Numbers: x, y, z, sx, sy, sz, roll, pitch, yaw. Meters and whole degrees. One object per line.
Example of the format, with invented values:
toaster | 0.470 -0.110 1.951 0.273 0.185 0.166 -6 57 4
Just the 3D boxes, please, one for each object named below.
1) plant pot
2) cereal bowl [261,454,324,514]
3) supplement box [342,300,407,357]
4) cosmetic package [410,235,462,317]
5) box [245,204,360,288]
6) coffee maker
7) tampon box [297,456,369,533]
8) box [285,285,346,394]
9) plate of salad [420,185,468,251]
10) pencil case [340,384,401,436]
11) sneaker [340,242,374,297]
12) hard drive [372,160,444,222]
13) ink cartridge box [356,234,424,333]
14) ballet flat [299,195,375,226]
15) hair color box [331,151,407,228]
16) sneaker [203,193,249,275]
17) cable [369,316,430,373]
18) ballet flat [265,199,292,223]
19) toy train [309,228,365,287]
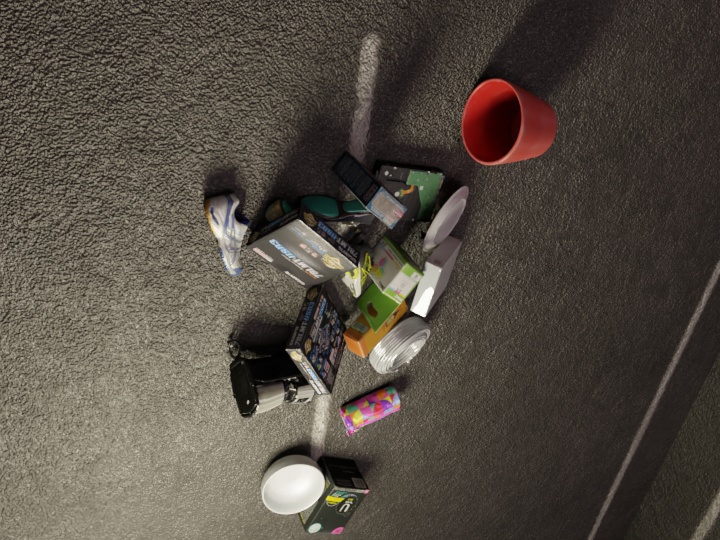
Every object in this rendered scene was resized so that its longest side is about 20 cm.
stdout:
plant pot | 0.375 -0.358 1.577 0.174 0.200 0.205 -3 123 -38
cereal bowl | -0.211 0.640 1.963 0.195 0.084 0.205 -9 122 -15
supplement box | 0.043 0.137 1.746 0.200 0.068 0.068 -43 135 -25
cosmetic package | 0.206 0.012 1.730 0.200 0.051 0.154 -44 151 -57
box | -0.132 -0.048 1.490 0.196 0.051 0.199 -21 133 39
coffee maker | -0.225 0.263 1.664 0.197 0.133 0.198 -7 92 -43
tampon box | -0.096 0.724 2.063 0.148 0.127 0.203 18 111 -36
box | -0.105 0.179 1.654 0.048 0.203 0.200 -4 137 25
plate of salad | 0.217 -0.140 1.684 0.200 0.048 0.201 -47 162 -20
pencil case | 0.032 0.428 1.967 0.196 0.089 0.090 -24 130 -14
sneaker | 0.000 0.000 1.635 0.084 0.075 0.201 -35 162 -16
hard drive | 0.110 -0.198 1.622 0.195 0.038 0.143 1 120 -29
ink cartridge box | 0.053 0.035 1.671 0.075 0.148 0.201 32 103 -37
ballet flat | -0.053 -0.136 1.545 0.194 0.074 0.075 -1 122 -15
hair color box | 0.018 -0.187 1.469 0.061 0.201 0.099 -48 131 10
sneaker | -0.286 -0.078 1.451 0.086 0.076 0.204 -19 129 -11
cable | 0.113 0.211 1.826 0.201 0.070 0.198 -50 158 23
ballet flat | -0.158 -0.089 1.533 0.070 0.071 0.201 -39 132 1
toy train | -0.065 -0.034 1.628 0.199 0.046 0.034 -42 127 3
